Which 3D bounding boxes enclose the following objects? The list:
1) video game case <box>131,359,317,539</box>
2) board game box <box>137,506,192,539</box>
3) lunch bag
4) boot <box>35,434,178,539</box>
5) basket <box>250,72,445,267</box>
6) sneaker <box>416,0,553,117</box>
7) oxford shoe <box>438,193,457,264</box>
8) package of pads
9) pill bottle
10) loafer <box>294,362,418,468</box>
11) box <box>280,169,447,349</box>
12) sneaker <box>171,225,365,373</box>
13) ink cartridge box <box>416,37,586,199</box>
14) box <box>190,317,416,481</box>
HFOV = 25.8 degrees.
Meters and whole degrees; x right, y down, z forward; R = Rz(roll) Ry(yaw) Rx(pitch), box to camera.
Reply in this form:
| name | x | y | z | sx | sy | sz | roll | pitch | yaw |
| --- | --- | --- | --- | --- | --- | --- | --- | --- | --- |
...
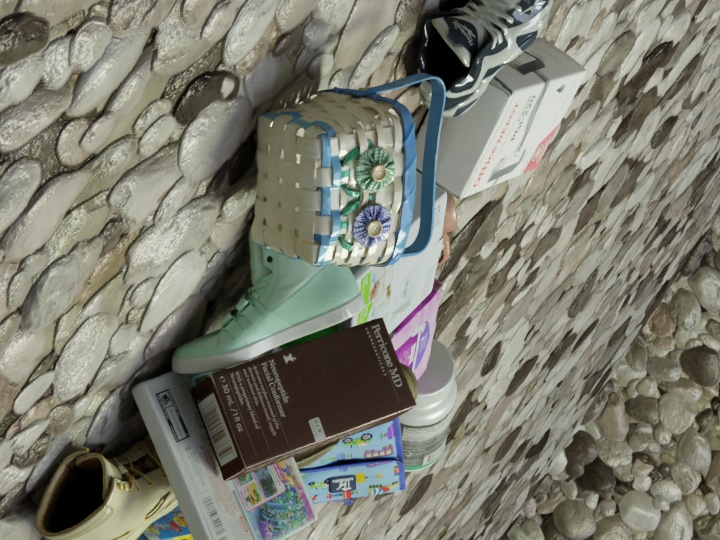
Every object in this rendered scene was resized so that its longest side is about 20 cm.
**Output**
| name | x | y | z | sx | sy | sz | roll | pitch | yaw |
| --- | --- | --- | --- | --- | --- | --- | --- | --- | --- |
| video game case | -0.133 | 0.187 | 1.577 | 0.024 | 0.201 | 0.182 | -25 | 177 | 30 |
| board game box | -0.259 | 0.355 | 1.746 | 0.201 | 0.056 | 0.196 | -57 | 161 | 8 |
| lunch bag | -0.029 | 0.204 | 1.812 | 0.150 | 0.094 | 0.201 | -11 | 137 | -3 |
| boot | -0.227 | 0.198 | 1.532 | 0.200 | 0.073 | 0.156 | -45 | 161 | -12 |
| basket | 0.001 | -0.083 | 1.444 | 0.200 | 0.139 | 0.177 | -19 | 119 | -46 |
| sneaker | 0.122 | -0.246 | 1.580 | 0.199 | 0.079 | 0.130 | -47 | 171 | 10 |
| oxford shoe | 0.066 | -0.052 | 1.836 | 0.073 | 0.071 | 0.200 | -12 | 160 | -6 |
| package of pads | 0.034 | 0.090 | 1.955 | 0.120 | 0.076 | 0.200 | -44 | 159 | -29 |
| pill bottle | 0.071 | 0.181 | 2.140 | 0.113 | 0.113 | 0.200 | -43 | 158 | -29 |
| loafer | -0.036 | 0.150 | 1.669 | 0.199 | 0.076 | 0.067 | -30 | 162 | 4 |
| box | 0.000 | 0.000 | 1.689 | 0.176 | 0.097 | 0.200 | -45 | 159 | -26 |
| sneaker | -0.108 | 0.020 | 1.533 | 0.200 | 0.119 | 0.074 | -23 | -173 | 2 |
| ink cartridge box | 0.156 | -0.176 | 1.777 | 0.200 | 0.085 | 0.146 | -21 | 143 | -54 |
| box | -0.055 | 0.127 | 1.556 | 0.199 | 0.101 | 0.075 | -18 | 171 | -29 |
